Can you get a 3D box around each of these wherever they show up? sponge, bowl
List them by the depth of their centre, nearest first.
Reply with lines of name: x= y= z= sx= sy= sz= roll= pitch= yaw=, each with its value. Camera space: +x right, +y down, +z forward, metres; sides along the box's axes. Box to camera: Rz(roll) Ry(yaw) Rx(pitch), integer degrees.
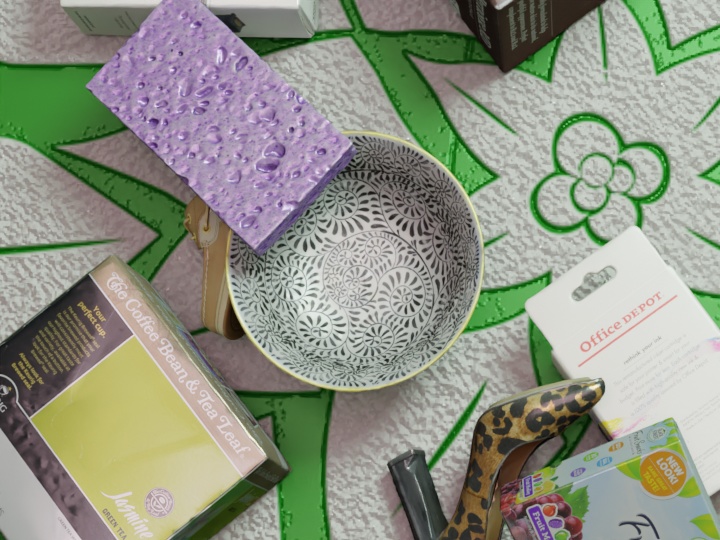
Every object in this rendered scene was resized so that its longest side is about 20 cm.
sponge: x=-0.108 y=-0.117 z=1.465 sx=0.200 sy=0.030 sz=0.112 roll=43 pitch=89 yaw=17
bowl: x=0.000 y=0.000 z=1.490 sx=0.199 sy=0.094 sz=0.202 roll=-1 pitch=79 yaw=7

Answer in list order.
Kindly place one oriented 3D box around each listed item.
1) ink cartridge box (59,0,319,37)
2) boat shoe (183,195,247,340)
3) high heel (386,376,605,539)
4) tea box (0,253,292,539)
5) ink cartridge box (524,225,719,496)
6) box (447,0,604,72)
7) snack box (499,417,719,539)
ink cartridge box: x=-0.135 y=-0.271 z=1.559 sx=0.199 sy=0.084 sz=0.146 roll=2 pitch=80 yaw=7
boat shoe: x=-0.105 y=-0.045 z=1.527 sx=0.066 sy=0.074 sz=0.201 roll=6 pitch=79 yaw=21
high heel: x=0.122 y=0.173 z=1.437 sx=0.199 sy=0.071 sz=0.143 roll=-30 pitch=70 yaw=28
tea box: x=-0.193 y=0.132 z=1.466 sx=0.196 sy=0.134 sz=0.200 roll=-38 pitch=78 yaw=-1
ink cartridge box: x=0.225 y=0.079 z=1.463 sx=0.117 sy=0.067 sz=0.200 roll=-35 pitch=79 yaw=0
box: x=0.116 y=-0.299 z=1.496 sx=0.164 sy=0.166 sz=0.200 roll=-35 pitch=77 yaw=-2
snack box: x=0.205 y=0.227 z=1.400 sx=0.142 sy=0.053 sz=0.201 roll=-24 pitch=103 yaw=9
